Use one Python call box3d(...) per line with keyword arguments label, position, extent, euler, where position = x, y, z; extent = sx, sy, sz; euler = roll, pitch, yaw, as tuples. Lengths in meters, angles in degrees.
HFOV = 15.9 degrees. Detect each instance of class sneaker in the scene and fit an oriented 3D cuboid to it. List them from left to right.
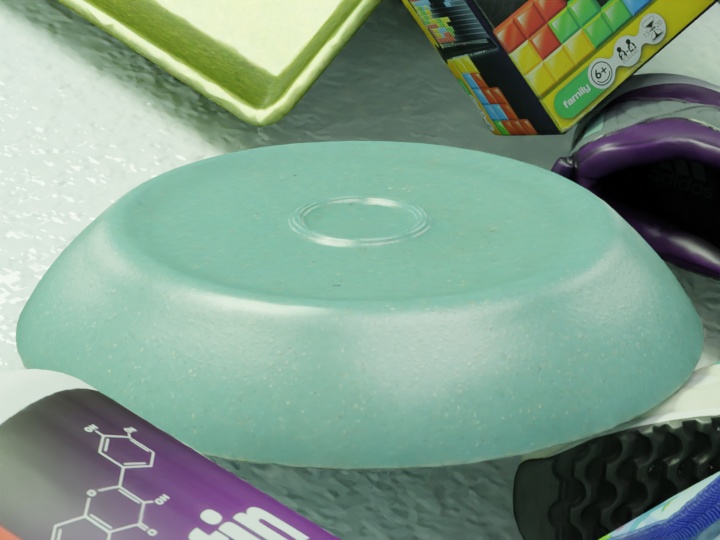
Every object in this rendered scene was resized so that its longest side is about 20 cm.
box3d(label="sneaker", position=(0.127, 0.054, 0.764), extent=(0.200, 0.070, 0.093), euler=(-6, 19, -20))
box3d(label="sneaker", position=(0.157, -0.006, 0.828), extent=(0.200, 0.074, 0.088), euler=(14, 19, 13))

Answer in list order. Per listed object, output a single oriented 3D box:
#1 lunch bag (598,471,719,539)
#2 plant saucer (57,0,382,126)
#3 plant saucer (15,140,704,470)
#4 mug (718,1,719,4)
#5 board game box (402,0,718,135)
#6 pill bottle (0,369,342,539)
box3d(label="lunch bag", position=(0.165, 0.124, 0.623), extent=(0.170, 0.127, 0.200), euler=(-18, 76, -37))
box3d(label="plant saucer", position=(-0.042, -0.161, 0.931), extent=(0.200, 0.048, 0.200), euler=(33, 76, 23))
box3d(label="plant saucer", position=(0.000, 0.000, 0.747), extent=(0.200, 0.036, 0.200), euler=(0, 21, 0))
box3d(label="mug", position=(0.220, -0.096, 0.926), extent=(0.200, 0.148, 0.175), euler=(18, 30, 21))
box3d(label="board game box", position=(0.081, -0.169, 0.861), extent=(0.200, 0.165, 0.057), euler=(-42, 18, -16))
box3d(label="pill bottle", position=(-0.052, 0.097, 0.583), extent=(0.200, 0.112, 0.112), euler=(29, 38, 19))
